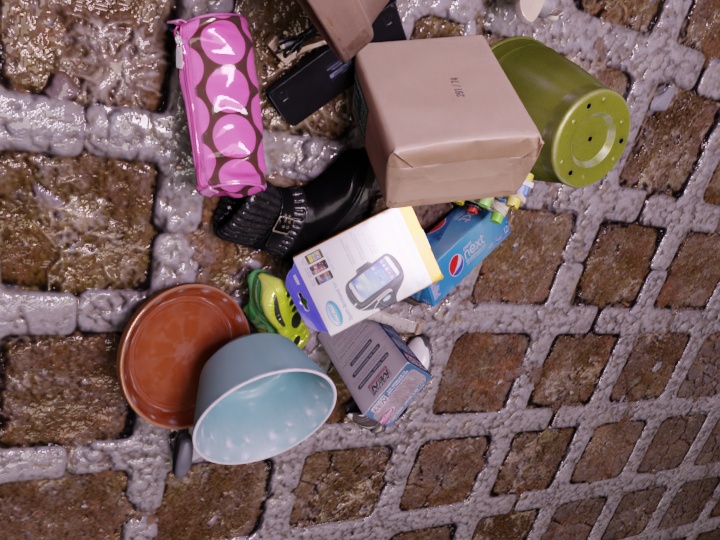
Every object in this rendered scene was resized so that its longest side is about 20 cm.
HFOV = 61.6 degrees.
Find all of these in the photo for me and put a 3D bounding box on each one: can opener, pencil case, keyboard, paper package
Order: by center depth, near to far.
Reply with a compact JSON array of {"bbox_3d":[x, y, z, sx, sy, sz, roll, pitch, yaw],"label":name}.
[{"bbox_3d":[-0.163,-0.184,0.694,0.093,0.089,0.204,-21,105,-56],"label":"pencil case"},{"bbox_3d":[0.095,-0.189,0.755,0.187,0.202,0.104,-8,145,-12],"label":"paper package"},{"bbox_3d":[-0.035,-0.274,0.756,0.199,0.021,0.127,-36,151,0],"label":"keyboard"},{"bbox_3d":[-0.259,0.218,0.917,0.052,0.066,0.203,-3,112,-26],"label":"can opener"}]

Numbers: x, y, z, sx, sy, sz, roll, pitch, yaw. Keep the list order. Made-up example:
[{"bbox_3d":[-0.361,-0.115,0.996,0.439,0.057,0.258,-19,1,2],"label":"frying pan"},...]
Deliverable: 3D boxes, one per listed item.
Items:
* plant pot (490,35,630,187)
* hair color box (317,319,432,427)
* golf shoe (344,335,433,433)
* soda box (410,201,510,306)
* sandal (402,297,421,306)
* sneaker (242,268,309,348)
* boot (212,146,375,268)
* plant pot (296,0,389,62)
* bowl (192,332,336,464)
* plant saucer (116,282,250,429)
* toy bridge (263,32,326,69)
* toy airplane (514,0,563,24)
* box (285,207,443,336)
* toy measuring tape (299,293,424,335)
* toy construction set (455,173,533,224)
[{"bbox_3d":[0.265,-0.211,0.856,0.197,0.193,0.203,-11,121,-19],"label":"plant pot"},{"bbox_3d":[0.015,0.128,0.913,0.060,0.200,0.100,33,100,-35],"label":"hair color box"},{"bbox_3d":[0.049,0.193,1.042,0.094,0.078,0.202,25,103,-33],"label":"golf shoe"},{"bbox_3d":[0.144,-0.035,0.930,0.199,0.067,0.065,-39,125,-26],"label":"soda box"},{"bbox_3d":[0.024,0.008,0.943,0.054,0.083,0.199,-36,137,24],"label":"sandal"},{"bbox_3d":[-0.126,0.070,0.896,0.074,0.083,0.202,-33,146,-28],"label":"sneaker"},{"bbox_3d":[-0.086,-0.103,0.813,0.157,0.080,0.212,29,102,-35],"label":"boot"},{"bbox_3d":[-0.006,-0.342,0.595,0.173,0.201,0.201,-34,127,7],"label":"plant pot"},{"bbox_3d":[-0.142,0.163,0.827,0.198,0.106,0.203,-18,139,-16],"label":"bowl"},{"bbox_3d":[-0.244,0.118,0.845,0.198,0.032,0.204,-9,103,-44],"label":"plant saucer"},{"bbox_3d":[-0.034,-0.327,0.749,0.200,0.027,0.067,-46,127,5],"label":"toy bridge"},{"bbox_3d":[0.265,-0.433,0.787,0.197,0.141,0.202,-19,86,-5],"label":"toy airplane"},{"bbox_3d":[0.000,0.000,0.819,0.198,0.041,0.121,-26,99,-1],"label":"box"},{"bbox_3d":[-0.002,0.041,0.881,0.197,0.074,0.075,16,111,-5],"label":"toy measuring tape"},{"bbox_3d":[0.147,-0.137,0.864,0.093,0.199,0.131,-53,165,-1],"label":"toy construction set"}]
